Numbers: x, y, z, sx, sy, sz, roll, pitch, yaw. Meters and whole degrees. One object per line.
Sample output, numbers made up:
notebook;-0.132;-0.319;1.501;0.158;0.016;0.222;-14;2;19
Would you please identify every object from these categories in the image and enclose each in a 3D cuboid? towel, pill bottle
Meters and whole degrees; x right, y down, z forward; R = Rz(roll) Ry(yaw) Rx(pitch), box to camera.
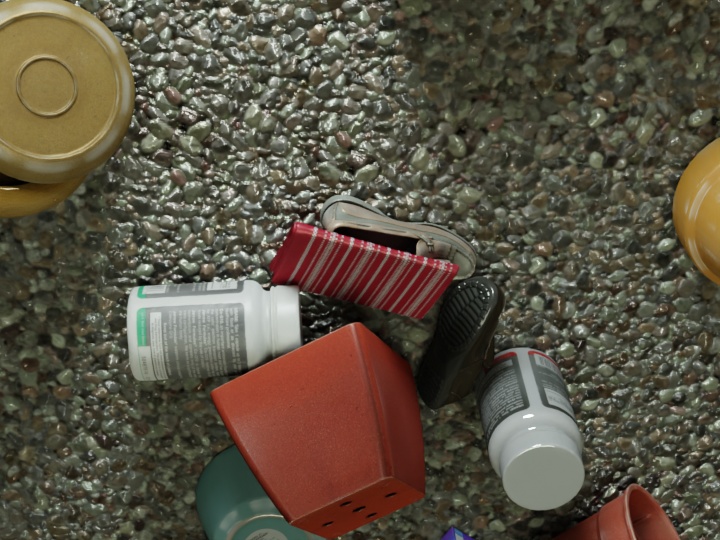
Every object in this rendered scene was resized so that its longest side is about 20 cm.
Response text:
towel;0.000;0.000;1.581;0.200;0.023;0.145;14;153;-10
pill bottle;0.205;0.191;1.636;0.114;0.200;0.114;-1;119;-2
pill bottle;-0.170;0.070;1.601;0.199;0.113;0.113;-3;119;-1

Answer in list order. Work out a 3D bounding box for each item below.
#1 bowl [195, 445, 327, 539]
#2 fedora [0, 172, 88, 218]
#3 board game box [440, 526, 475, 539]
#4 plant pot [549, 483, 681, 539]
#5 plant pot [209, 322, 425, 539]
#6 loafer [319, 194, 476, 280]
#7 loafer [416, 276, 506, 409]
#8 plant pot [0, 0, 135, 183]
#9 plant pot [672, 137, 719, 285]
bowl;-0.115;0.327;1.751;0.200;0.105;0.201;-2;119;-3
fedora;-0.389;-0.148;1.467;0.200;0.082;0.201;1;87;-23
board game box;0.120;0.461;1.870;0.134;0.045;0.200;31;113;-18
plant pot;0.317;0.412;1.781;0.195;0.201;0.201;-29;117;22
plant pot;-0.029;0.204;1.598;0.200;0.177;0.200;-26;153;11
loafer;0.045;-0.025;1.587;0.200;0.063;0.072;20;117;-13
loafer;0.132;0.085;1.655;0.071;0.073;0.200;-4;136;-32
plant pot;-0.334;-0.193;1.432;0.200;0.027;0.201;1;87;-24
plant pot;0.475;-0.039;1.533;0.200;0.183;0.201;-1;119;-2
